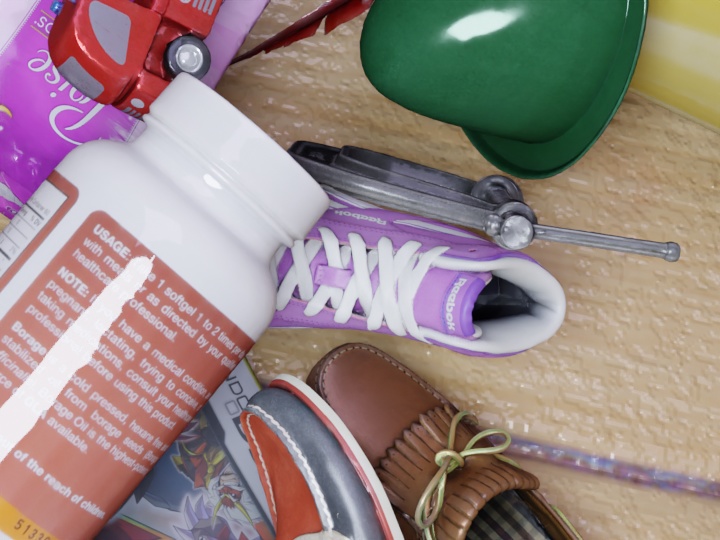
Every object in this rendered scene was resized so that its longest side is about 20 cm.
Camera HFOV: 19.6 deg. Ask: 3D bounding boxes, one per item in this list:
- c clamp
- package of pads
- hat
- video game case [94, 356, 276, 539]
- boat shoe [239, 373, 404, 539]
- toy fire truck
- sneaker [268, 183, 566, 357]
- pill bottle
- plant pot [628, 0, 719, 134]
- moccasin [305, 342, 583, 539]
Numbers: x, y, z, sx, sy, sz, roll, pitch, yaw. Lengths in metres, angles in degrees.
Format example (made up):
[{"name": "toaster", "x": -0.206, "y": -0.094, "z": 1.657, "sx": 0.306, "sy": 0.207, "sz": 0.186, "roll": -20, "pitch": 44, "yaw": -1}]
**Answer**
[{"name": "c clamp", "x": 0.043, "y": -0.031, "z": 0.970, "sx": 0.169, "sy": 0.200, "sz": 0.027, "roll": 12, "pitch": 97, "yaw": -7}, {"name": "package of pads", "x": -0.120, "y": -0.118, "z": 0.973, "sx": 0.120, "sy": 0.076, "sz": 0.201, "roll": 37, "pitch": 73, "yaw": -16}, {"name": "hat", "x": 0.014, "y": -0.121, "z": 0.993, "sx": 0.175, "sy": 0.201, "sz": 0.166, "roll": -2, "pitch": 42, "yaw": -32}, {"name": "video game case", "x": -0.131, "y": 0.091, "z": 0.940, "sx": 0.199, "sy": 0.026, "sz": 0.182, "roll": -22, "pitch": 70, "yaw": -23}, {"name": "boat shoe", "x": -0.010, "y": 0.145, "z": 0.899, "sx": 0.062, "sy": 0.071, "sz": 0.202, "roll": -23, "pitch": 91, "yaw": -20}, {"name": "toy fire truck", "x": -0.109, "y": -0.180, "z": 0.914, "sx": 0.140, "sy": 0.049, "sz": 0.202, "roll": 25, "pitch": 78, "yaw": -19}, {"name": "sneaker", "x": 0.000, "y": -0.001, "z": 0.945, "sx": 0.199, "sy": 0.114, "sz": 0.073, "roll": 5, "pitch": 96, "yaw": -24}, {"name": "pill bottle", "x": -0.107, "y": 0.021, "z": 0.866, "sx": 0.112, "sy": 0.112, "sz": 0.200, "roll": 40, "pitch": 86, "yaw": 9}, {"name": "plant pot", "x": 0.207, "y": -0.150, "z": 1.068, "sx": 0.187, "sy": 0.201, "sz": 0.202, "roll": 15, "pitch": 59, "yaw": 13}, {"name": "moccasin", "x": 0.051, "y": 0.111, "z": 0.945, "sx": 0.073, "sy": 0.078, "sz": 0.202, "roll": -30, "pitch": 73, "yaw": -26}]
